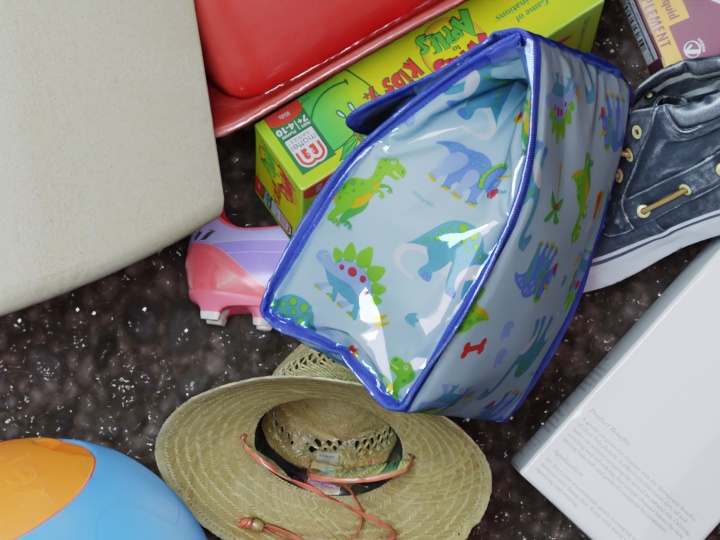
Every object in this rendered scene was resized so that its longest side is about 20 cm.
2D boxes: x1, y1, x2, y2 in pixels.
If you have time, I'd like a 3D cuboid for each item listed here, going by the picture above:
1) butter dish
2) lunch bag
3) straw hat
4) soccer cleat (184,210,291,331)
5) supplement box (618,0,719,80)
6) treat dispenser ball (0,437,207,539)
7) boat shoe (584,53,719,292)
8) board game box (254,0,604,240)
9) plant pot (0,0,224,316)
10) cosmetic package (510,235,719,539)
[{"bbox_3d":[-0.045,-0.193,1.613,0.199,0.200,0.148,-29,119,0],"label":"butter dish"},{"bbox_3d":[0.059,-0.031,1.560,0.127,0.170,0.200,36,100,19],"label":"lunch bag"},{"bbox_3d":[-0.016,0.082,1.671,0.201,0.201,0.085,9,54,0],"label":"straw hat"},{"bbox_3d":[0.000,0.000,1.698,0.199,0.067,0.077,4,86,2],"label":"soccer cleat"},{"bbox_3d":[0.239,-0.192,1.683,0.200,0.086,0.111,-24,90,0],"label":"supplement box"},{"bbox_3d":[-0.173,0.191,1.628,0.200,0.201,0.201,0,91,0],"label":"treat dispenser ball"},{"bbox_3d":[0.156,-0.058,1.655,0.200,0.071,0.091,-21,119,27],"label":"boat shoe"},{"bbox_3d":[0.037,-0.096,1.652,0.200,0.102,0.048,-32,75,-12],"label":"board game box"},{"bbox_3d":[-0.184,-0.078,1.552,0.177,0.200,0.200,-10,92,-30],"label":"plant pot"},{"bbox_3d":[0.190,0.072,1.687,0.108,0.085,0.200,43,89,-1],"label":"cosmetic package"}]
